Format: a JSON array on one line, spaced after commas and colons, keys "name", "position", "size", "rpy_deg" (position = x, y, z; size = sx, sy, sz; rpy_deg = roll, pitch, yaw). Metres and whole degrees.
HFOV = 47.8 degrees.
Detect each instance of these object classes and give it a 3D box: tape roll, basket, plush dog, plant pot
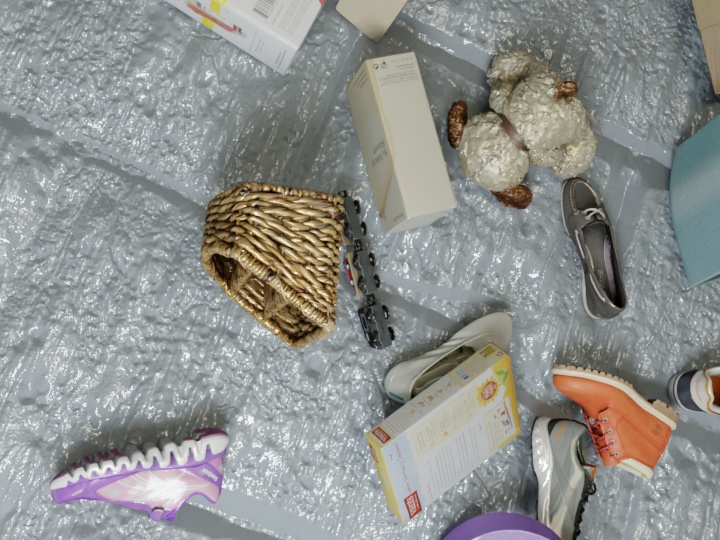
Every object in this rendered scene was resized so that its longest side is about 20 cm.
[{"name": "tape roll", "position": [0.173, 0.397, 0.963], "size": [0.195, 0.066, 0.205], "rpy_deg": [0, 91, 0]}, {"name": "basket", "position": [-0.109, 0.001, 0.903], "size": [0.140, 0.200, 0.153], "rpy_deg": [6, 79, -17]}, {"name": "plush dog", "position": [0.207, -0.179, 1.075], "size": [0.171, 0.160, 0.201], "rpy_deg": [-40, 92, 8]}, {"name": "plant pot", "position": [0.553, -0.119, 1.141], "size": [0.192, 0.196, 0.204], "rpy_deg": [-13, 74, -18]}]

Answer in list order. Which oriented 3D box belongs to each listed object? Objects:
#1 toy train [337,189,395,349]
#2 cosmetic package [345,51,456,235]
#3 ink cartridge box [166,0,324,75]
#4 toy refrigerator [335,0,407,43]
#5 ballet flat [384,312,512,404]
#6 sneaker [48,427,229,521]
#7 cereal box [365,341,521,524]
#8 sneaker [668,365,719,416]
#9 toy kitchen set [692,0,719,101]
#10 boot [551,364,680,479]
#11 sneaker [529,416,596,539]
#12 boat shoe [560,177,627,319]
[{"name": "toy train", "position": [0.000, 0.000, 1.020], "size": [0.034, 0.046, 0.204], "rpy_deg": [-14, 88, -30]}, {"name": "cosmetic package", "position": [0.049, -0.158, 1.031], "size": [0.072, 0.103, 0.204], "rpy_deg": [-12, 83, -17]}, {"name": "ink cartridge box", "position": [-0.141, -0.368, 1.016], "size": [0.198, 0.083, 0.147], "rpy_deg": [30, 73, -10]}, {"name": "toy refrigerator", "position": [0.039, -0.372, 1.011], "size": [0.075, 0.200, 0.071], "rpy_deg": [36, 72, -7]}, {"name": "ballet flat", "position": [0.124, 0.119, 1.024], "size": [0.197, 0.069, 0.071], "rpy_deg": [-24, 88, -18]}, {"name": "sneaker", "position": [-0.236, 0.236, 0.894], "size": [0.196, 0.080, 0.091], "rpy_deg": [-8, 91, -19]}, {"name": "cereal box", "position": [0.105, 0.196, 0.983], "size": [0.198, 0.039, 0.146], "rpy_deg": [-31, 130, -20]}, {"name": "sneaker", "position": [0.538, 0.172, 1.141], "size": [0.196, 0.079, 0.080], "rpy_deg": [0, 80, -19]}, {"name": "toy kitchen set", "position": [0.623, -0.370, 1.220], "size": [0.162, 0.197, 0.185], "rpy_deg": [-1, 78, -59]}, {"name": "boot", "position": [0.326, 0.198, 1.076], "size": [0.198, 0.075, 0.109], "rpy_deg": [29, 79, -12]}, {"name": "sneaker", "position": [0.261, 0.287, 1.024], "size": [0.078, 0.074, 0.205], "rpy_deg": [-6, 82, 21]}, {"name": "boat shoe", "position": [0.328, -0.035, 1.120], "size": [0.065, 0.057, 0.205], "rpy_deg": [-9, 84, -18]}]
